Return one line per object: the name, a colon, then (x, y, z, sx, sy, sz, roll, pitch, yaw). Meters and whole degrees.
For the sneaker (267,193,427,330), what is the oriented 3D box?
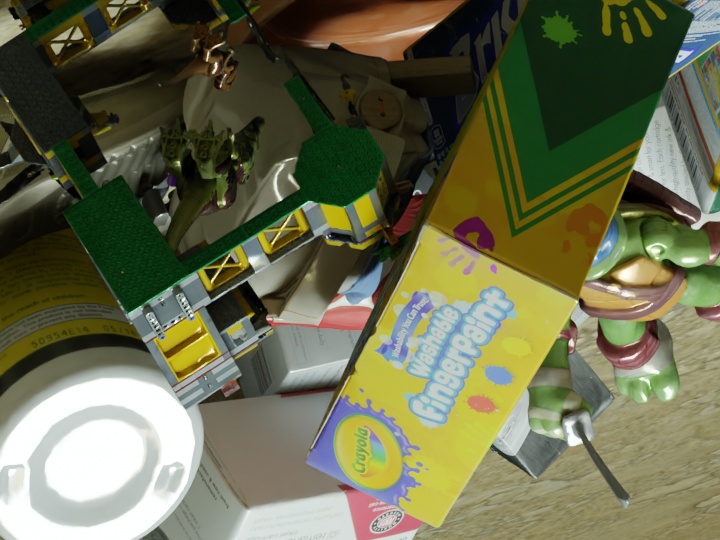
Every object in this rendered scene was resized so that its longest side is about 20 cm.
sneaker: (0.000, 0.000, 1.500, 0.199, 0.079, 0.115, 9, 174, -16)

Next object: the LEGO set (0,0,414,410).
LEGO set: (-0.068, -0.041, 1.221, 0.154, 0.200, 0.116, -40, 153, -9)

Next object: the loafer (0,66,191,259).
loafer: (-0.158, -0.054, 1.360, 0.200, 0.068, 0.076, -28, 163, -28)

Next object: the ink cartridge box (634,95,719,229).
ink cartridge box: (0.146, -0.064, 1.540, 0.199, 0.068, 0.116, -17, 125, -9)

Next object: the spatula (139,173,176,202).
spatula: (-0.101, -0.045, 1.538, 0.056, 0.021, 0.200, -22, 171, -31)

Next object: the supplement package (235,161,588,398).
supplement package: (0.025, 0.004, 1.689, 0.199, 0.110, 0.114, -13, 165, -17)

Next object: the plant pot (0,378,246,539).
plant pot: (-0.160, 0.111, 1.741, 0.199, 0.200, 0.177, -5, 149, -39)

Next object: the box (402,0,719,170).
box: (0.104, -0.113, 1.304, 0.064, 0.070, 0.200, -5, 161, -36)

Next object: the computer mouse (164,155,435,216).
computer mouse: (-0.006, -0.058, 1.504, 0.199, 0.046, 0.140, -27, 177, -4)

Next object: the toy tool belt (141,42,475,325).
toy tool belt: (-0.021, -0.031, 1.349, 0.122, 0.125, 0.200, -12, 151, -25)

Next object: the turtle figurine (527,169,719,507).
turtle figurine: (0.158, 0.041, 1.428, 0.144, 0.200, 0.194, -59, 158, 4)

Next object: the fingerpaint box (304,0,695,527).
fingerpaint box: (0.059, -0.011, 1.239, 0.073, 0.167, 0.200, 26, 144, 0)

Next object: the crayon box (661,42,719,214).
crayon box: (0.178, -0.117, 1.384, 0.051, 0.126, 0.200, -17, 166, -3)

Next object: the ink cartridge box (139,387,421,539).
ink cartridge box: (-0.058, 0.167, 1.668, 0.147, 0.086, 0.200, -7, 136, -37)

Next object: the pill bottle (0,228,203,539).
pill bottle: (-0.160, 0.040, 1.405, 0.114, 0.200, 0.115, -13, 126, -19)

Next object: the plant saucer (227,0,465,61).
plant saucer: (0.033, -0.135, 1.344, 0.199, 0.032, 0.200, -16, 166, -4)

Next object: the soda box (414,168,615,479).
soda box: (0.051, 0.020, 1.589, 0.071, 0.200, 0.063, -44, -158, -7)
